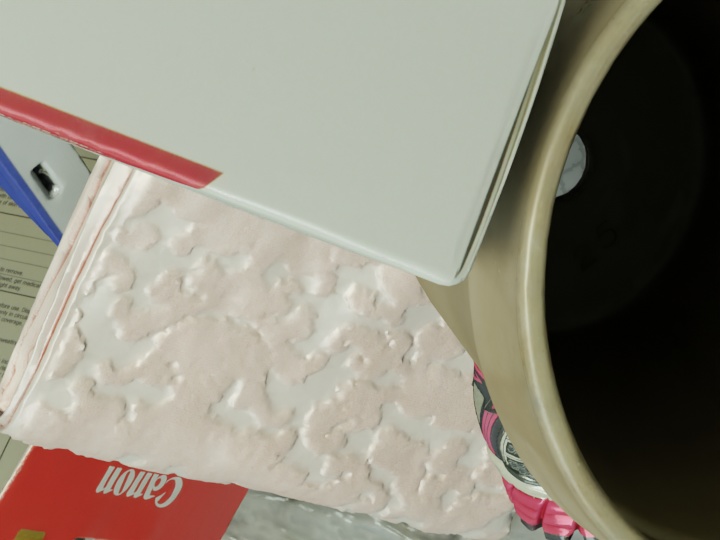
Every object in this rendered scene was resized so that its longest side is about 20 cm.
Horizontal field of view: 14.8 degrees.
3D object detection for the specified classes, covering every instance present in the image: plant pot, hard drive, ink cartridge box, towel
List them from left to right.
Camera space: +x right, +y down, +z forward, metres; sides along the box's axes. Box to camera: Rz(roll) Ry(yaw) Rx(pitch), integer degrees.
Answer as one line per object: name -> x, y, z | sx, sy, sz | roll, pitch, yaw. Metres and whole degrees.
hard drive -> -0.169, -0.095, 0.996 | 0.200, 0.025, 0.132 | 45, 172, 27
ink cartridge box -> -0.044, -0.065, 0.756 | 0.145, 0.083, 0.200 | 20, -179, -11
ink cartridge box -> -0.058, 0.066, 1.068 | 0.045, 0.177, 0.200 | 30, -176, 23
towel -> 0.000, 0.000, 0.938 | 0.199, 0.032, 0.192 | 15, 118, -24
plant pot -> 0.094, -0.019, 0.804 | 0.200, 0.200, 0.173 | 40, 172, -27

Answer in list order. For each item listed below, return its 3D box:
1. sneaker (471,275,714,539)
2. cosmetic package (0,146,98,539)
sneaker -> 0.134, 0.021, 0.928 | 0.081, 0.199, 0.075 | -120, 6, -61
cosmetic package -> -0.139, 0.029, 1.116 | 0.105, 0.201, 0.071 | 12, 151, 24
